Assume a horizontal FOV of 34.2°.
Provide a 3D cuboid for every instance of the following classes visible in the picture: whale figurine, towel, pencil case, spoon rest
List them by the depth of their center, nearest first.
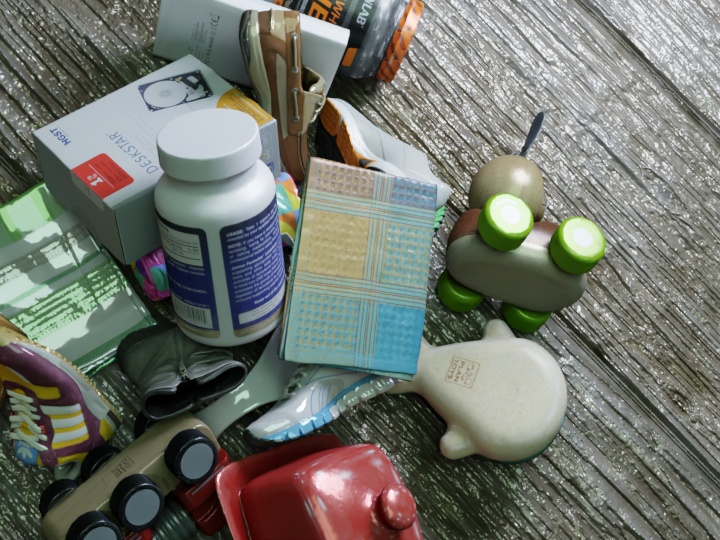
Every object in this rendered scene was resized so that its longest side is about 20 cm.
[{"bbox_3d":[0.000,0.000,1.150,0.144,0.022,0.204,11,78,-18],"label":"towel"},{"bbox_3d":[-0.318,0.017,1.189,0.148,0.031,0.201,-32,83,-21],"label":"towel"},{"bbox_3d":[-0.081,0.110,1.204,0.199,0.061,0.100,-34,84,-20],"label":"spoon rest"},{"bbox_3d":[-0.144,-0.036,1.221,0.197,0.088,0.090,-21,79,-17],"label":"pencil case"},{"bbox_3d":[0.121,0.130,1.242,0.197,0.104,0.161,16,69,18],"label":"whale figurine"}]

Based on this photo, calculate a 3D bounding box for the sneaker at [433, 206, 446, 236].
[{"bbox_3d":[0.017,-0.030,1.250,0.085,0.078,0.199,47,55,6],"label":"sneaker"}]

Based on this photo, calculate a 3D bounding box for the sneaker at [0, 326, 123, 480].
[{"bbox_3d":[-0.292,0.132,1.079,0.074,0.201,0.091,20,67,31],"label":"sneaker"}]

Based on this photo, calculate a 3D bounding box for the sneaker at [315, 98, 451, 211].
[{"bbox_3d":[0.023,-0.119,1.277,0.091,0.076,0.201,-8,46,-33],"label":"sneaker"}]

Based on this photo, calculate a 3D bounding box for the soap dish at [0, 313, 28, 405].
[{"bbox_3d":[-0.377,0.091,1.049,0.080,0.200,0.160,17,77,5],"label":"soap dish"}]

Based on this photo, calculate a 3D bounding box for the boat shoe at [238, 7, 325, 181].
[{"bbox_3d":[-0.072,-0.182,1.225,0.072,0.202,0.076,-10,43,4],"label":"boat shoe"}]

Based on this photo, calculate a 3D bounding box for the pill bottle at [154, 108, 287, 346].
[{"bbox_3d":[-0.131,-0.040,1.097,0.113,0.203,0.117,-2,35,1],"label":"pill bottle"}]

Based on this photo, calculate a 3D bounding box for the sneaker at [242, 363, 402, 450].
[{"bbox_3d":[-0.045,0.108,1.161,0.198,0.075,0.088,-28,95,-38],"label":"sneaker"}]

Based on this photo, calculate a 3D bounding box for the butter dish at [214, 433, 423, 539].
[{"bbox_3d":[-0.009,0.243,1.104,0.198,0.147,0.203,-8,71,-54],"label":"butter dish"}]

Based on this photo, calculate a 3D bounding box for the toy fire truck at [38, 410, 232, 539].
[{"bbox_3d":[-0.180,0.261,1.116,0.175,0.128,0.202,-39,125,-21],"label":"toy fire truck"}]

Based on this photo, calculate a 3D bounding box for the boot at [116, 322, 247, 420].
[{"bbox_3d":[-0.137,0.081,1.155,0.198,0.130,0.069,-26,120,-18],"label":"boot"}]

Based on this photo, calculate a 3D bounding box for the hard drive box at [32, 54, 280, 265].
[{"bbox_3d":[-0.204,-0.117,1.189,0.199,0.078,0.155,-34,54,-28],"label":"hard drive box"}]

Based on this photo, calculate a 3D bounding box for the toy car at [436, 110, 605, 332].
[{"bbox_3d":[0.178,-0.066,1.280,0.155,0.165,0.203,16,58,-8],"label":"toy car"}]

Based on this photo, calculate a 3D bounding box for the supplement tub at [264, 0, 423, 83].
[{"bbox_3d":[-0.036,-0.295,1.306,0.197,0.123,0.124,23,69,-6],"label":"supplement tub"}]

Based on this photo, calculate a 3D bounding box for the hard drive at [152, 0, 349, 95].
[{"bbox_3d":[-0.121,-0.246,1.263,0.197,0.132,0.027,17,63,-8],"label":"hard drive"}]
